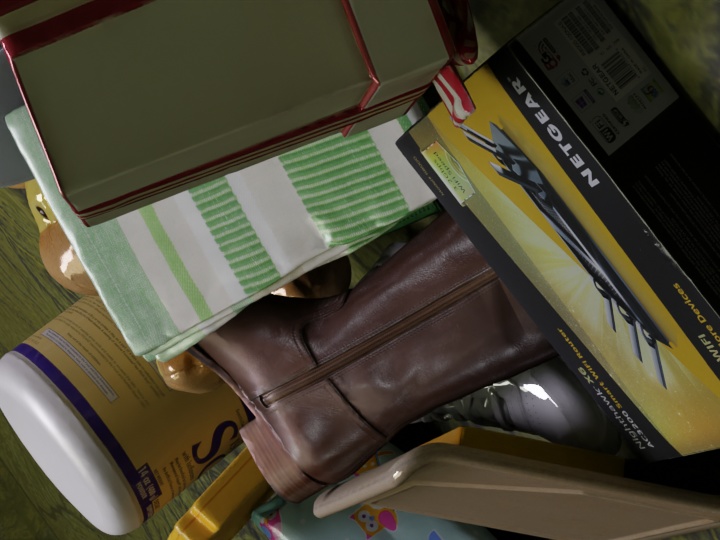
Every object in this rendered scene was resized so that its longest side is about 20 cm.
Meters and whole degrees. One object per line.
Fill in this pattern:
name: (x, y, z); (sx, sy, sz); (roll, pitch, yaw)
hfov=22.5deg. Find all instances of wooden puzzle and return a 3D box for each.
wooden puzzle: (0.091, 0.113, 0.941); (0.185, 0.199, 0.037); (139, 137, -71)

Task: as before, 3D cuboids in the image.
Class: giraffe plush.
giraffe plush: (-0.124, -0.035, 1.063); (0.162, 0.173, 0.200); (17, -143, -46)

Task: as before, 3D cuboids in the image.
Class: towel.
towel: (-0.065, -0.060, 0.917); (0.153, 0.200, 0.023); (61, -162, 0)

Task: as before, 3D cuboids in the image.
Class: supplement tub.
supplement tub: (-0.130, 0.065, 1.222); (0.145, 0.200, 0.146); (44, 159, 22)

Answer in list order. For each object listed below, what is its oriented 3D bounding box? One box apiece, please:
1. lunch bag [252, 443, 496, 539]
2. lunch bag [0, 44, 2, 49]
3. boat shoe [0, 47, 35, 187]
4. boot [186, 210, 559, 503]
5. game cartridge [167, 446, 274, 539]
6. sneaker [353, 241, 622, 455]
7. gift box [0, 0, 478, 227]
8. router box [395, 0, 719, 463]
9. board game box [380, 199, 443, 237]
lunch bag: (0.025, 0.212, 1.285); (0.170, 0.122, 0.200); (42, 169, 16)
lunch bag: (-0.229, -0.203, 1.052); (0.171, 0.122, 0.200); (74, 179, -46)
boat shoe: (-0.148, -0.122, 0.985); (0.069, 0.200, 0.057); (47, 171, -19)
boot: (0.000, 0.000, 0.945); (0.187, 0.200, 0.064); (57, -158, 2)
game cartridge: (-0.068, 0.135, 1.243); (0.032, 0.176, 0.200); (41, 160, 6)
sneaker: (0.058, 0.062, 0.993); (0.200, 0.100, 0.075); (32, 156, 42)
gift box: (-0.056, -0.121, 0.744); (0.200, 0.186, 0.185); (-170, 59, -82)
router box: (0.115, -0.013, 0.804); (0.200, 0.052, 0.157); (52, 161, -1)
board game box: (-0.047, -0.097, 0.958); (0.200, 0.105, 0.023); (60, -161, -20)
